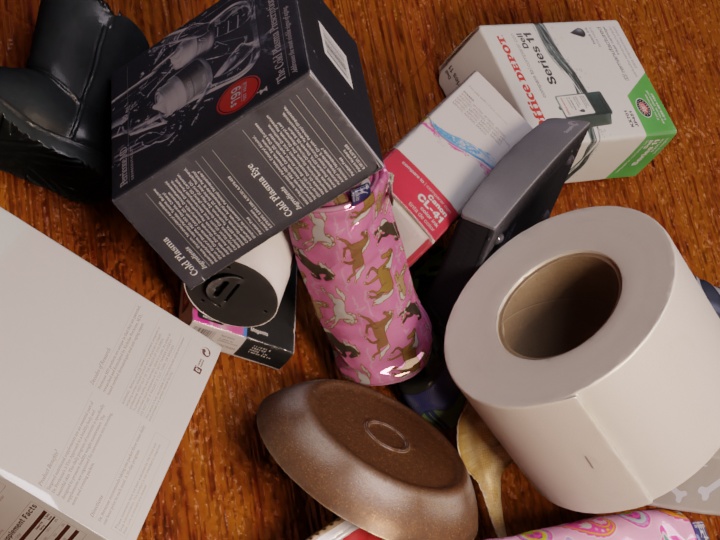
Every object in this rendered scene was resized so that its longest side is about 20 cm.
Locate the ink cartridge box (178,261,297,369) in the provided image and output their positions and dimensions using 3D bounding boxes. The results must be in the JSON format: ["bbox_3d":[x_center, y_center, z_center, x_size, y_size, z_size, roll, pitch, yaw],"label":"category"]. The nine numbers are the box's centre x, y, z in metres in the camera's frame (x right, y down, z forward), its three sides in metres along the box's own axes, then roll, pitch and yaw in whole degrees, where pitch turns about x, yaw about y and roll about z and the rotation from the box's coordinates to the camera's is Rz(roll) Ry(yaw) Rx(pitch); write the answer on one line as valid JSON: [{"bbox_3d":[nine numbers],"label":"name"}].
[{"bbox_3d":[-0.100,-0.019,1.530,0.094,0.037,0.201,18,49,-23],"label":"ink cartridge box"}]

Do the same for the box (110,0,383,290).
[{"bbox_3d":[-0.093,-0.117,1.408,0.104,0.181,0.201,49,16,-31],"label":"box"}]

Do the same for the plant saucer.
[{"bbox_3d":[0.014,0.143,1.431,0.199,0.037,0.201,26,21,-11],"label":"plant saucer"}]

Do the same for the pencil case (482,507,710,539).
[{"bbox_3d":[0.182,0.242,1.450,0.198,0.088,0.088,-4,62,-28],"label":"pencil case"}]

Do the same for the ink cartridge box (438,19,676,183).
[{"bbox_3d":[0.195,-0.166,1.806,0.199,0.083,0.148,-9,65,-38],"label":"ink cartridge box"}]

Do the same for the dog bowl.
[{"bbox_3d":[0.253,0.164,1.552,0.198,0.200,0.059,8,90,-31],"label":"dog bowl"}]

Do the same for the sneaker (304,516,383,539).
[{"bbox_3d":[-0.017,0.255,1.370,0.199,0.071,0.113,-32,82,-44],"label":"sneaker"}]

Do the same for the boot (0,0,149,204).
[{"bbox_3d":[-0.270,-0.164,1.478,0.199,0.076,0.169,26,51,-27],"label":"boot"}]

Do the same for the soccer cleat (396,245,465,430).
[{"bbox_3d":[0.075,0.055,1.596,0.084,0.064,0.201,57,33,-31],"label":"soccer cleat"}]

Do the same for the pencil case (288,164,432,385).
[{"bbox_3d":[0.000,0.000,1.458,0.083,0.086,0.201,-57,143,-41],"label":"pencil case"}]

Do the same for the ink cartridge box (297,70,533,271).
[{"bbox_3d":[0.047,-0.066,1.586,0.086,0.148,0.200,46,46,1],"label":"ink cartridge box"}]

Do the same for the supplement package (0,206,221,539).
[{"bbox_3d":[-0.237,0.102,1.265,0.199,0.147,0.192,33,46,-12],"label":"supplement package"}]

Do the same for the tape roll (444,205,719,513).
[{"bbox_3d":[0.184,0.069,1.429,0.139,0.201,0.204,51,37,-36],"label":"tape roll"}]

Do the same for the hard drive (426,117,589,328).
[{"bbox_3d":[0.125,-0.046,1.559,0.042,0.136,0.200,31,41,12],"label":"hard drive"}]

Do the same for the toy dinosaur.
[{"bbox_3d":[0.107,0.153,1.524,0.101,0.058,0.202,-5,83,-60],"label":"toy dinosaur"}]

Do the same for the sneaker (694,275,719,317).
[{"bbox_3d":[0.309,0.076,1.727,0.108,0.070,0.201,24,46,-17],"label":"sneaker"}]

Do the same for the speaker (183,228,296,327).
[{"bbox_3d":[-0.080,-0.051,1.485,0.081,0.081,0.201,30,47,-14],"label":"speaker"}]
